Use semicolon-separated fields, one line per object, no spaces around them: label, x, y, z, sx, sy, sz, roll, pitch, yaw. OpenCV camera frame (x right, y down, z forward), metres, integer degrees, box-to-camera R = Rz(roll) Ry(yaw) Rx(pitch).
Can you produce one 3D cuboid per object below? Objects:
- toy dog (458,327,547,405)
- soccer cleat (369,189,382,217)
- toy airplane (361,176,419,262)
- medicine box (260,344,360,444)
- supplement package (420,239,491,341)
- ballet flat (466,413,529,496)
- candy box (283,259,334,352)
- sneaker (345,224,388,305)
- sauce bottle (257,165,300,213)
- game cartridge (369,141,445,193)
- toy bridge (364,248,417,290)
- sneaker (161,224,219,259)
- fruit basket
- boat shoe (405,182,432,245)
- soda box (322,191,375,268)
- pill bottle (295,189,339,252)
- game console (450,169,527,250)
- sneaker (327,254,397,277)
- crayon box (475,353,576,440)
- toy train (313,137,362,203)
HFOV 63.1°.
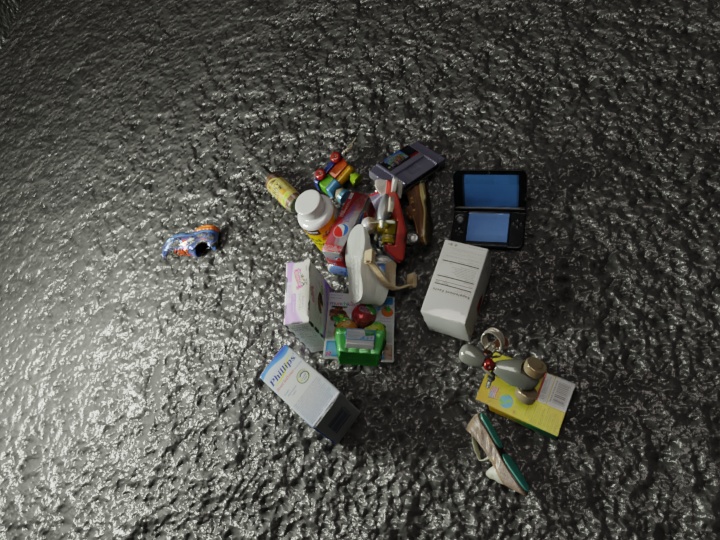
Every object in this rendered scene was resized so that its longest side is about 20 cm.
toy dog;0.327;0.206;1.315;0.199;0.096;0.133;41;121;2
soccer cleat;0.051;-0.195;1.698;0.195;0.067;0.079;-21;97;-2
toy airplane;0.065;-0.145;1.555;0.137;0.204;0.201;-14;40;-4
medicine box;-0.119;0.303;1.427;0.198;0.183;0.104;34;77;29
supplement package;0.244;0.050;1.467;0.117;0.122;0.205;14;70;23
ballet flat;0.299;0.419;1.307;0.067;0.068;0.203;-41;52;17
candy box;-0.129;0.096;1.524;0.069;0.201;0.172;-8;61;14
sneaker;0.023;-0.010;1.524;0.072;0.114;0.207;-13;71;43
sauce bottle;-0.252;-0.256;1.821;0.065;0.065;0.199;-43;58;-7
game cartridge;0.133;-0.298;1.690;0.198;0.039;0.129;-35;58;-24
toy bridge;0.077;0.011;1.503;0.027;0.198;0.069;-16;60;39
sneaker;-0.528;-0.075;1.819;0.195;0.076;0.080;-21;63;9
fruit basket;0.000;0.140;1.509;0.179;0.095;0.205;4;57;1
boat shoe;0.161;-0.152;1.630;0.066;0.072;0.205;-12;55;18
soda box;-0.031;-0.111;1.587;0.062;0.071;0.204;12;62;27
pill bottle;-0.104;-0.133;1.624;0.106;0.201;0.112;-11;57;19
game console;0.334;-0.160;1.544;0.194;0.119;0.175;3;65;20
sneaker;0.000;0.000;1.600;0.194;0.076;0.079;1;64;18
crayon box;0.378;0.285;1.346;0.196;0.051;0.129;21;72;26
toy train;-0.038;-0.303;1.767;0.115;0.085;0.201;38;80;19
